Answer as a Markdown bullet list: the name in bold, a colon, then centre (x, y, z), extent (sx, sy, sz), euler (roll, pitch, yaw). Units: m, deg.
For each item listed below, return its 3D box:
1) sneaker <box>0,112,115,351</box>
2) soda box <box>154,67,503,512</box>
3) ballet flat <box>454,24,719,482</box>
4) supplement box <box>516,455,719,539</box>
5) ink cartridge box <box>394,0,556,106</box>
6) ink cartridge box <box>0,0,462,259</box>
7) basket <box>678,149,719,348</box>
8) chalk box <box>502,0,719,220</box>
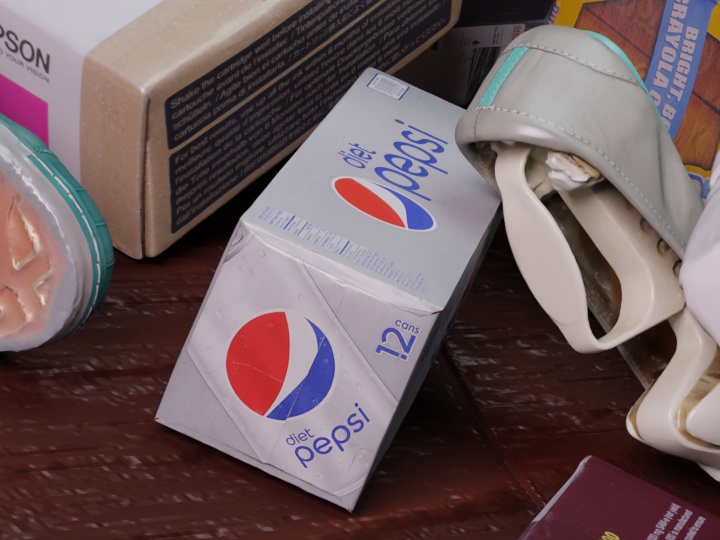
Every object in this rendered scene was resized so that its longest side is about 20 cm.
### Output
- **sneaker**: centre (-0.133, -0.042, 0.876), extent (0.200, 0.072, 0.080), euler (32, 25, 31)
- **soda box**: centre (0.000, 0.000, 0.913), extent (0.063, 0.069, 0.200), euler (25, 19, 3)
- **ballet flat**: centre (0.092, 0.018, 0.917), extent (0.067, 0.200, 0.064), euler (-10, 32, 50)
- **supplement box**: centre (0.120, 0.125, 0.717), extent (0.199, 0.061, 0.109), euler (27, 19, 11)
- **ink cartridge box**: centre (-0.001, -0.132, 1.224), extent (0.199, 0.084, 0.144), euler (-6, 33, -46)
- **ink cartridge box**: centre (-0.089, -0.114, 1.013), extent (0.200, 0.075, 0.165), euler (31, 50, 25)
- **basket**: centre (0.212, 0.014, 0.851), extent (0.200, 0.161, 0.198), euler (53, 19, -5)
- **chalk box**: centre (0.155, -0.027, 1.071), extent (0.123, 0.125, 0.200), euler (10, 21, -32)
